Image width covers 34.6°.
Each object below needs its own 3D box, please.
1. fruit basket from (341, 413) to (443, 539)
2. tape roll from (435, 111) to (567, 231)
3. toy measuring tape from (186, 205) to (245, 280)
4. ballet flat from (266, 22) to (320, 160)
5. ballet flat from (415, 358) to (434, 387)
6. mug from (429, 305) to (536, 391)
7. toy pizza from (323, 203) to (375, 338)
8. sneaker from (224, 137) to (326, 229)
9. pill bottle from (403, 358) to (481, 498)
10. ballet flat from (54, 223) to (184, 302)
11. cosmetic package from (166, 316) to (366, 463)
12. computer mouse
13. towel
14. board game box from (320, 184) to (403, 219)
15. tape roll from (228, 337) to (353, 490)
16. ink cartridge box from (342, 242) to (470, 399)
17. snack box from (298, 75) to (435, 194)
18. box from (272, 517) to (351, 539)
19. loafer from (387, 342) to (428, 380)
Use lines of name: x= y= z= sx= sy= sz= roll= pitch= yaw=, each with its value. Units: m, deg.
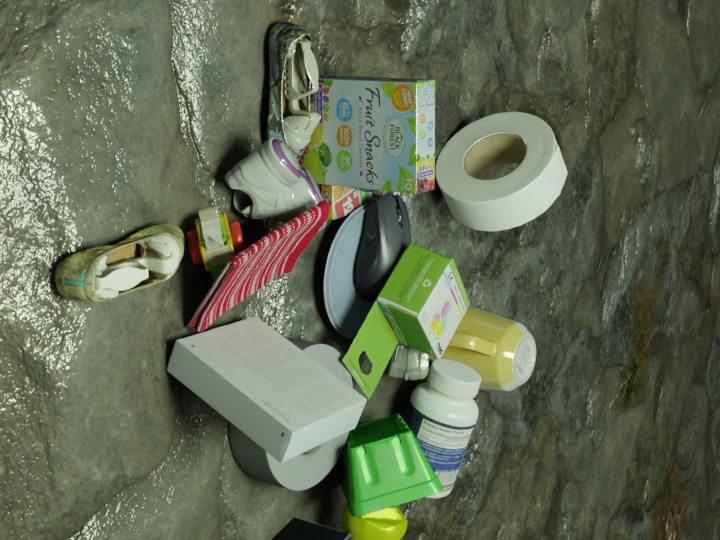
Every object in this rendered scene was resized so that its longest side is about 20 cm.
fruit basket: x=0.036 y=0.328 z=1.675 sx=0.216 sy=0.155 sz=0.217 roll=165 pitch=-90 yaw=-86
tape roll: x=0.224 y=-0.160 z=1.848 sx=0.203 sy=0.202 sz=0.071 roll=-60 pitch=140 yaw=-29
toy measuring tape: x=-0.175 y=-0.050 z=1.366 sx=0.200 sy=0.073 sz=0.074 roll=91 pitch=21 yaw=-68
ballet flat: x=-0.085 y=-0.219 z=1.498 sx=0.072 sy=0.072 sz=0.202 roll=-17 pitch=111 yaw=-53
ballet flat: x=0.127 y=0.235 z=1.920 sx=0.075 sy=0.068 sz=0.200 roll=-45 pitch=136 yaw=-20
mug: x=0.197 y=0.141 z=1.917 sx=0.186 sy=0.153 sz=0.150 roll=-29 pitch=121 yaw=-49
toy pizza: x=0.000 y=0.000 z=1.700 sx=0.200 sy=0.032 sz=0.201 roll=-22 pitch=117 yaw=-51
sneaker: x=-0.109 y=-0.099 z=1.495 sx=0.075 sy=0.099 sz=0.200 roll=64 pitch=7 yaw=31
pill bottle: x=0.121 y=0.247 z=1.823 sx=0.111 sy=0.111 sz=0.201 roll=-9 pitch=121 yaw=-55
ballet flat: x=-0.251 y=-0.006 z=1.301 sx=0.200 sy=0.070 sz=0.071 roll=-21 pitch=114 yaw=-53
cosmetic package: x=-0.114 y=0.140 z=1.416 sx=0.150 sy=0.200 sz=0.052 roll=-12 pitch=131 yaw=-54
computer mouse: x=0.040 y=-0.051 z=1.667 sx=0.138 sy=0.052 sz=0.201 roll=-4 pitch=102 yaw=-56
towel: x=-0.123 y=-0.007 z=1.449 sx=0.200 sy=0.022 sz=0.145 roll=-36 pitch=167 yaw=-48
board game box: x=0.009 y=-0.141 z=1.693 sx=0.200 sy=0.030 sz=0.096 roll=-24 pitch=117 yaw=-54
tape roll: x=-0.092 y=0.195 z=1.581 sx=0.200 sy=0.066 sz=0.202 roll=-16 pitch=109 yaw=-54
ink cartridge box: x=0.069 y=0.086 z=1.663 sx=0.201 sy=0.075 sz=0.148 roll=-60 pitch=153 yaw=-18
snack box: x=0.003 y=-0.182 z=1.517 sx=0.053 sy=0.199 sz=0.143 roll=-20 pitch=114 yaw=-51
box: x=-0.093 y=0.484 z=1.607 sx=0.200 sy=0.104 sz=0.183 roll=-37 pitch=125 yaw=-46
loafer: x=0.071 y=0.070 z=1.791 sx=0.070 sy=0.069 sz=0.201 roll=79 pitch=11 yaw=-72
